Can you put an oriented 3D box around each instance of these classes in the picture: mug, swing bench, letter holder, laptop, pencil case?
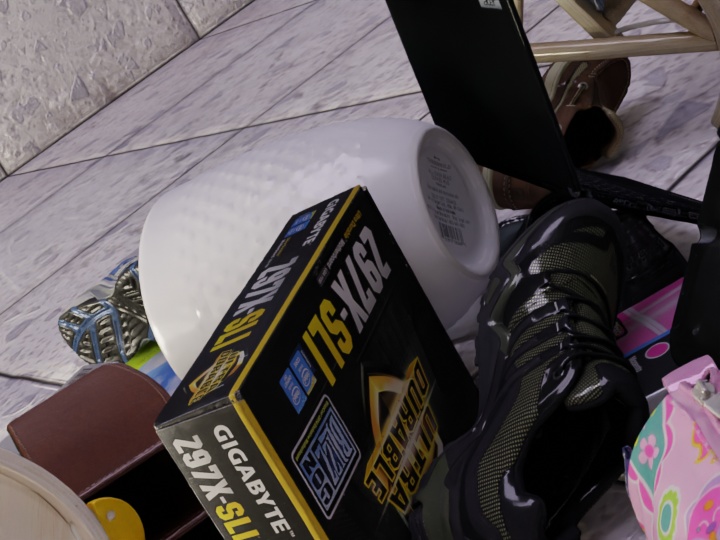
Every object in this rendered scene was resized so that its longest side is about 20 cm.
[{"bbox_3d":[0.000,0.000,0.845,0.174,0.199,0.150,-22,57,30],"label":"mug"},{"bbox_3d":[0.217,-0.225,1.028,0.198,0.131,0.199,19,44,26],"label":"swing bench"},{"bbox_3d":[-0.111,0.113,0.847,0.141,0.101,0.200,-34,17,-14],"label":"letter holder"},{"bbox_3d":[0.115,-0.096,0.790,0.197,0.105,0.177,9,10,-21],"label":"laptop"},{"bbox_3d":[0.143,0.101,0.475,0.087,0.088,0.200,-28,19,9],"label":"pencil case"}]

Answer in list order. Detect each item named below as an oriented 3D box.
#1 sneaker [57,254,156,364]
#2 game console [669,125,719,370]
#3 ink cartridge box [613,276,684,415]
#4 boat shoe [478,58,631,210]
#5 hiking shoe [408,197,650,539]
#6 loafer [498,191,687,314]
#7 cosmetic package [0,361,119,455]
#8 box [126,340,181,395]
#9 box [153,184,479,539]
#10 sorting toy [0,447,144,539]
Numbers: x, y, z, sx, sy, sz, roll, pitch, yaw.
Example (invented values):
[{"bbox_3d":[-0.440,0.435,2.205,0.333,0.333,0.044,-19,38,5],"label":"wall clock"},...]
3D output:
[{"bbox_3d":[-0.142,0.010,1.054,0.198,0.076,0.077,-15,28,42],"label":"sneaker"},{"bbox_3d":[0.257,-0.015,0.615,0.199,0.116,0.178,8,80,49],"label":"game console"},{"bbox_3d":[0.212,0.009,0.691,0.198,0.037,0.095,-28,18,5],"label":"ink cartridge box"},{"bbox_3d":[0.157,-0.099,1.039,0.074,0.076,0.202,12,42,34],"label":"boat shoe"},{"bbox_3d":[0.099,0.052,0.652,0.100,0.075,0.202,-13,48,50],"label":"hiking shoe"},{"bbox_3d":[0.123,-0.016,0.844,0.068,0.071,0.200,-33,17,-13],"label":"loafer"},{"bbox_3d":[-0.214,0.153,0.943,0.050,0.083,0.200,-7,30,48],"label":"cosmetic package"},{"bbox_3d":[-0.113,0.061,1.073,0.121,0.048,0.199,-38,19,-16],"label":"box"},{"bbox_3d":[-0.004,0.074,0.668,0.049,0.161,0.200,-23,19,26],"label":"box"},{"bbox_3d":[-0.185,0.176,0.714,0.105,0.203,0.179,1,-3,-30],"label":"sorting toy"}]
